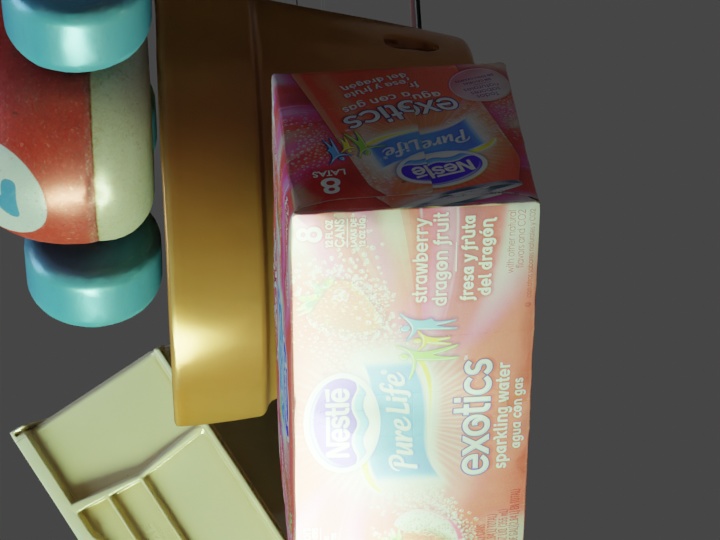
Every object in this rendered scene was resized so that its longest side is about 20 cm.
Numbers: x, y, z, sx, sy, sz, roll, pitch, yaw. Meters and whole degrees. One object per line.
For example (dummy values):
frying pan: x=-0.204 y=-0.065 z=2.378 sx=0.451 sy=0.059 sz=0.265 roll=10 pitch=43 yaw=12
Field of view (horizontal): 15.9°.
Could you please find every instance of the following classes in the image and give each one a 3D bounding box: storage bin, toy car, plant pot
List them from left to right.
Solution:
toy car: x=-0.189 y=-0.087 z=1.114 sx=0.184 sy=0.200 sz=0.177 roll=92 pitch=174 yaw=-46
storage bin: x=-0.064 y=0.133 z=1.385 sx=0.199 sy=0.094 sz=0.200 roll=57 pitch=-167 yaw=4
plant pot: x=-0.019 y=-0.033 z=1.154 sx=0.200 sy=0.140 sz=0.200 roll=178 pitch=90 yaw=-87

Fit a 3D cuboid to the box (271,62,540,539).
box: x=0.015 y=0.029 z=1.021 sx=0.103 sy=0.095 sz=0.200 roll=-99 pitch=8 yaw=-53
